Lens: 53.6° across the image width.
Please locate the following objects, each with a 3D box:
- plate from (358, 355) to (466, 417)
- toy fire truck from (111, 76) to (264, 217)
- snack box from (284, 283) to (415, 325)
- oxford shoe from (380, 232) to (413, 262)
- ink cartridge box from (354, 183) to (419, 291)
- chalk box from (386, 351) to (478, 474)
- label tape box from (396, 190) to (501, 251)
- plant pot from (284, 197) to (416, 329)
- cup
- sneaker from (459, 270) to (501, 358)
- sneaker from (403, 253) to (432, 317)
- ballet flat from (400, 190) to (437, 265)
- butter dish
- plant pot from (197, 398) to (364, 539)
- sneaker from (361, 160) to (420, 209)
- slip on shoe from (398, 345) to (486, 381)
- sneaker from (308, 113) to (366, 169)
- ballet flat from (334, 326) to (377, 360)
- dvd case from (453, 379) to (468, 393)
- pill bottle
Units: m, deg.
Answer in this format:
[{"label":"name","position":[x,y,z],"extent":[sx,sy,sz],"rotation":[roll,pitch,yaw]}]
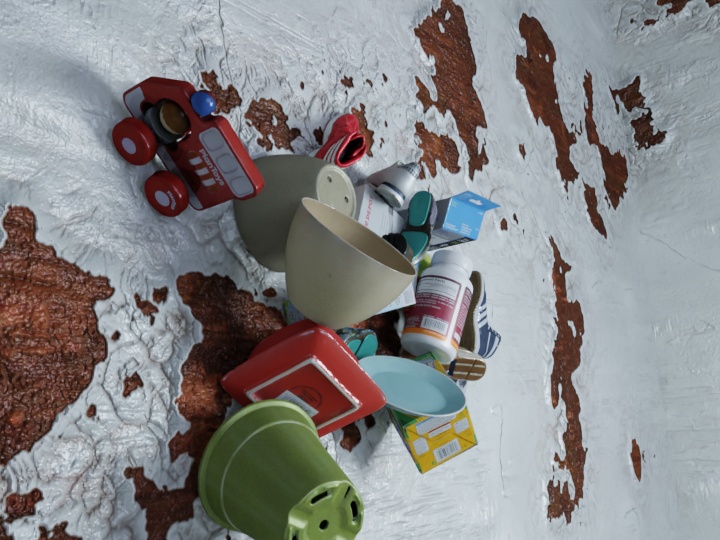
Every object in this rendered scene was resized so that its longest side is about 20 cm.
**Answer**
[{"label":"plate","position":[0.081,0.199,1.194],"extent":[0.199,0.198,0.026],"rotation":[-9,119,-53]},{"label":"toy fire truck","position":[-0.236,-0.178,0.992],"extent":[0.202,0.166,0.112],"rotation":[61,40,-20]},{"label":"snack box","position":[-0.015,0.056,1.239],"extent":[0.199,0.141,0.054],"rotation":[-10,89,-54]},{"label":"oxford shoe","position":[0.000,0.000,1.242],"extent":[0.084,0.197,0.074],"rotation":[45,36,-60]},{"label":"ink cartridge box","position":[0.027,-0.046,1.370],"extent":[0.199,0.083,0.147],"rotation":[39,52,-40]},{"label":"chalk box","position":[0.112,0.245,1.320],"extent":[0.200,0.123,0.125],"rotation":[-126,-166,-58]},{"label":"label tape box","position":[0.178,-0.098,1.488],"extent":[0.143,0.198,0.064],"rotation":[12,70,-50]},{"label":"plant pot","position":[-0.034,0.005,1.046],"extent":[0.199,0.200,0.136],"rotation":[18,109,-49]},{"label":"cup","position":[-0.092,-0.109,1.185],"extent":[0.199,0.142,0.204],"rotation":[19,66,-48]},{"label":"sneaker","position":[0.279,0.109,1.669],"extent":[0.108,0.069,0.204],"rotation":[19,72,-43]},{"label":"sneaker","position":[0.127,0.058,1.482],"extent":[0.089,0.077,0.204],"rotation":[-5,82,-46]},{"label":"ballet flat","position":[0.109,-0.062,1.364],"extent":[0.072,0.071,0.202],"rotation":[48,45,-33]},{"label":"butter dish","position":[-0.086,0.150,1.115],"extent":[0.200,0.198,0.149],"rotation":[48,23,-32]},{"label":"plant pot","position":[-0.093,0.303,0.968],"extent":[0.198,0.189,0.204],"rotation":[-9,106,-34]},{"label":"sneaker","position":[0.062,-0.171,1.376],"extent":[0.076,0.200,0.081],"rotation":[35,88,-19]},{"label":"slip on shoe","position":[0.166,0.181,1.477],"extent":[0.197,0.061,0.077],"rotation":[9,108,-18]},{"label":"sneaker","position":[-0.019,-0.240,1.339],"extent":[0.079,0.114,0.202],"rotation":[51,44,-30]},{"label":"ballet flat","position":[-0.023,0.123,1.263],"extent":[0.200,0.073,0.076],"rotation":[32,52,-72]},{"label":"dvd case","position":[0.178,0.246,1.537],"extent":[0.151,0.024,0.202],"rotation":[51,45,-31]},{"label":"pill bottle","position":[0.156,0.068,1.396],"extent":[0.113,0.112,0.203],"rotation":[39,61,-39]}]
